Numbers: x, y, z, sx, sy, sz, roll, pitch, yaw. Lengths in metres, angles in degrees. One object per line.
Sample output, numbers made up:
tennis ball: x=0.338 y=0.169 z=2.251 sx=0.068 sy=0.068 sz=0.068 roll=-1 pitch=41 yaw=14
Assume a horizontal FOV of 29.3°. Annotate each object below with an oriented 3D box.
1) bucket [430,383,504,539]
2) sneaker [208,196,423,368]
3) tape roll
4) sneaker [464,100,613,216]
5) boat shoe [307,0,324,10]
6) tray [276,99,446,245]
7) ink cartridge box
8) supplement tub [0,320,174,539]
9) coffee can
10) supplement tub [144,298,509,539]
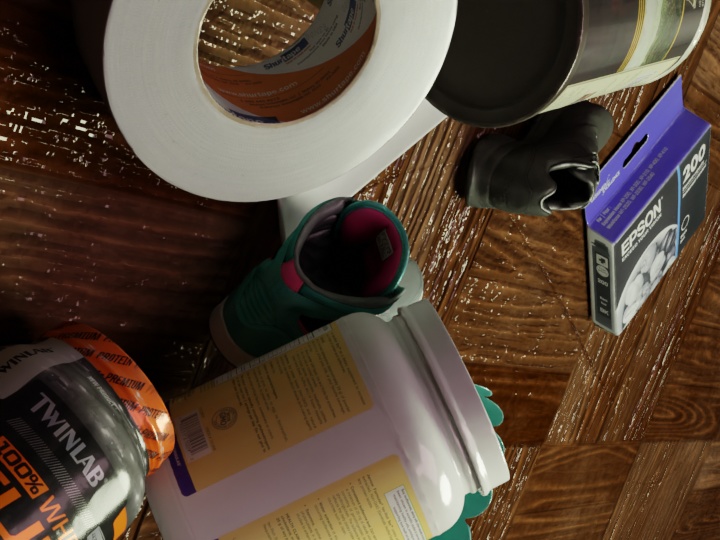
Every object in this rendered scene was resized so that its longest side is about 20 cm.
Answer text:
bucket: x=0.001 y=0.151 z=1.030 sx=0.207 sy=0.134 sz=0.209 roll=-36 pitch=138 yaw=-40
sneaker: x=0.000 y=0.000 z=0.936 sx=0.199 sy=0.084 sz=0.121 roll=-18 pitch=163 yaw=-49
tape roll: x=-0.049 y=-0.138 z=0.730 sx=0.198 sy=0.066 sz=0.202 roll=-16 pitch=132 yaw=-18
sneaker: x=0.171 y=-0.088 z=1.171 sx=0.199 sy=0.090 sz=0.077 roll=-34 pitch=136 yaw=-44
boat shoe: x=-0.027 y=-0.218 z=0.783 sx=0.065 sy=0.071 sz=0.200 roll=-54 pitch=147 yaw=-15
tray: x=0.000 y=-0.110 z=0.952 sx=0.200 sy=0.022 sz=0.108 roll=-42 pitch=142 yaw=-35
ink cartridge box: x=0.301 y=-0.067 z=1.440 sx=0.198 sy=0.043 sz=0.201 roll=-48 pitch=144 yaw=-27
supplement tub: x=-0.197 y=0.123 z=0.712 sx=0.200 sy=0.122 sz=0.123 roll=-44 pitch=144 yaw=-33
coffee can: x=0.135 y=-0.186 z=0.946 sx=0.199 sy=0.145 sz=0.148 roll=-21 pitch=129 yaw=-50
supplement tub: x=-0.024 y=0.115 z=0.844 sx=0.198 sy=0.146 sz=0.146 roll=-25 pitch=141 yaw=-3
